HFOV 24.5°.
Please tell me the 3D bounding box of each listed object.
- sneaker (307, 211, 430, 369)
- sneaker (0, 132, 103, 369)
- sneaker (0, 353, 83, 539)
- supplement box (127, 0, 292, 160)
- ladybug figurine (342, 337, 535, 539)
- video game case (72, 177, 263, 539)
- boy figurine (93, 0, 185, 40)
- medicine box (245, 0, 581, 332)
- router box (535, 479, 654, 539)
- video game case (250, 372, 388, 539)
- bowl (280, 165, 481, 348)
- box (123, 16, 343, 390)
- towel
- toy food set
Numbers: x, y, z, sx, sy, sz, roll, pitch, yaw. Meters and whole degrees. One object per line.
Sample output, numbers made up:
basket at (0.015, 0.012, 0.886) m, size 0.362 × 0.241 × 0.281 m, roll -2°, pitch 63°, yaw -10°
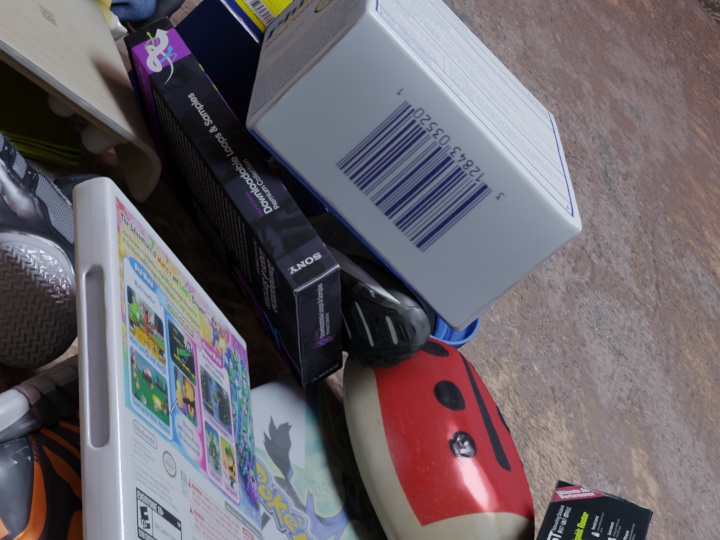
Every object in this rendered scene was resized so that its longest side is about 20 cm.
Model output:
sneaker at (0.000, 0.000, 1.049) m, size 0.200 × 0.079 × 0.074 m, roll 37°, pitch -31°, yaw 63°
sneaker at (-0.197, -0.046, 0.887) m, size 0.201 × 0.075 × 0.114 m, roll 58°, pitch 24°, yaw 1°
sneaker at (-0.137, 0.104, 0.796) m, size 0.113 × 0.077 × 0.200 m, roll 62°, pitch 25°, yaw -2°
supplement box at (-0.073, -0.145, 1.190) m, size 0.110 × 0.109 × 0.200 m, roll 48°, pitch 25°, yaw -6°
ladybug figurine at (0.052, 0.117, 1.025) m, size 0.136 × 0.072 × 0.201 m, roll 27°, pitch 36°, yaw -54°
video game case at (-0.090, 0.080, 0.813) m, size 0.200 × 0.024 × 0.183 m, roll 58°, pitch 22°, yaw -60°
boy figurine at (-0.203, -0.212, 1.115) m, size 0.200 × 0.064 × 0.125 m, roll 2°, pitch 56°, yaw -62°
medicine box at (0.033, -0.093, 1.021) m, size 0.182 × 0.103 × 0.200 m, roll 44°, pitch 18°, yaw -17°
router box at (0.104, 0.229, 0.925) m, size 0.062 × 0.151 × 0.200 m, roll 17°, pitch 22°, yaw 11°
video game case at (-0.017, 0.157, 0.975) m, size 0.201 × 0.022 × 0.182 m, roll 55°, pitch 24°, yaw 8°
bowl at (0.015, -0.023, 1.244) m, size 0.200 × 0.039 × 0.201 m, roll 42°, pitch 29°, yaw -29°
box at (-0.075, -0.039, 1.008) m, size 0.201 × 0.036 × 0.143 m, roll 57°, pitch -14°, yaw 22°
towel at (-0.246, -0.118, 0.964) m, size 0.199 × 0.018 × 0.086 m, roll 18°, pitch 41°, yaw -51°
toy food set at (-0.207, -0.134, 0.987) m, size 0.200 × 0.060 × 0.144 m, roll 37°, pitch 21°, yaw -48°
